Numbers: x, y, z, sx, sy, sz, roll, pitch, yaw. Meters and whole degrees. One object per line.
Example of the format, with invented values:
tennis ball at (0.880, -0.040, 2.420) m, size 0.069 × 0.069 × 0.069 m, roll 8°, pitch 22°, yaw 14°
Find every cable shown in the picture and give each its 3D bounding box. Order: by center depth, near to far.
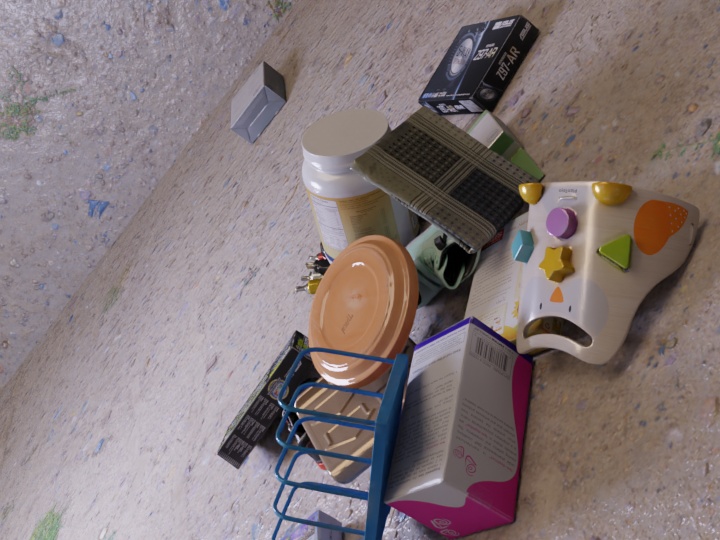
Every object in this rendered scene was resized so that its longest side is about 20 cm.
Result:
cable at (0.000, 0.000, 1.474) m, size 0.198 × 0.050 × 0.098 m, roll 7°, pitch 53°, yaw 20°

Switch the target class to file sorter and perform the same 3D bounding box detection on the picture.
file sorter at (-0.025, 0.203, 1.068) m, size 0.139 × 0.122 × 0.201 m, roll -66°, pitch -17°, yaw -64°

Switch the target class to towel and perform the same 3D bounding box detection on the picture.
towel at (0.109, -0.118, 1.253) m, size 0.192 × 0.199 × 0.035 m, roll -42°, pitch -17°, yaw -43°

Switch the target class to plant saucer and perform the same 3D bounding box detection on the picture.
plant saucer at (-0.005, 0.050, 1.254) m, size 0.200 × 0.032 × 0.202 m, roll -27°, pitch 53°, yaw 43°

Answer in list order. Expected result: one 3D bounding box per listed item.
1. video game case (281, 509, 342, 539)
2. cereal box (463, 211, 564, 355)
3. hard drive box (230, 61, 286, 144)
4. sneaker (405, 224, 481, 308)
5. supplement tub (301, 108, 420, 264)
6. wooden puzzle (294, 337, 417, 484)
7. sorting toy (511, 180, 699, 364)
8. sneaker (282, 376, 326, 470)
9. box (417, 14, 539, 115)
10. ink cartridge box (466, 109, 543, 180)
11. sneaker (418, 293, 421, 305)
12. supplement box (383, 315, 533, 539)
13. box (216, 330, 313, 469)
video game case at (-0.098, 0.423, 1.199) m, size 0.200 × 0.045 × 0.182 m, roll -44°, pitch 27°, yaw 26°
cereal box at (0.190, 0.017, 1.172) m, size 0.144 × 0.039 × 0.201 m, roll -29°, pitch 35°, yaw 47°
hard drive box at (-0.280, -0.459, 2.658) m, size 0.156 × 0.077 × 0.200 m, roll -47°, pitch 25°, yaw 20°
sneaker at (0.094, 0.001, 1.291) m, size 0.201 × 0.073 × 0.119 m, roll -57°, pitch 11°, yaw 34°
supplement tub at (0.000, -0.108, 1.364) m, size 0.143 × 0.201 × 0.145 m, roll -10°, pitch 36°, yaw 7°
wooden puzzle at (0.017, 0.172, 1.261) m, size 0.185 × 0.046 × 0.200 m, roll -39°, pitch 28°, yaw -3°
sorting toy at (0.226, 0.006, 1.021) m, size 0.199 × 0.106 × 0.181 m, roll 3°, pitch 76°, yaw 50°
sneaker at (-0.071, 0.199, 1.389) m, size 0.077 × 0.082 × 0.200 m, roll -52°, pitch 24°, yaw 9°
box at (0.191, -0.336, 1.622) m, size 0.161 × 0.043 × 0.200 m, roll -59°, pitch 23°, yaw -5°
ink cartridge box at (0.171, -0.133, 1.396) m, size 0.146 × 0.048 × 0.200 m, roll -49°, pitch 22°, yaw 16°
sneaker at (0.020, 0.031, 1.319) m, size 0.100 × 0.070 × 0.200 m, roll -57°, pitch 33°, yaw 8°
supplement box at (0.109, 0.170, 1.054) m, size 0.103 × 0.101 × 0.201 m, roll -33°, pitch 32°, yaw 43°
box at (-0.142, 0.196, 1.522) m, size 0.201 × 0.044 × 0.160 m, roll -55°, pitch 5°, yaw 3°
